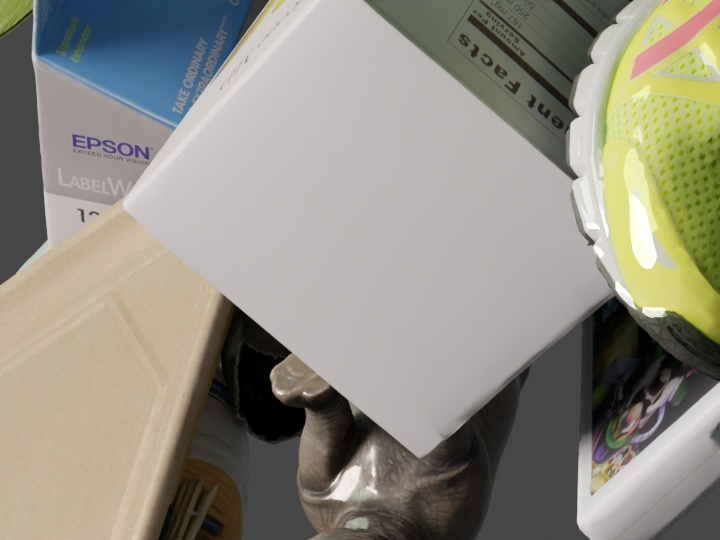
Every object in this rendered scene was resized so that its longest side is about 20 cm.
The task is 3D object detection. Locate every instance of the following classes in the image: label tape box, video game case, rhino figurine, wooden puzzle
[{"bbox_3d":[-0.066,-0.077,1.065,0.201,0.066,0.144,95,-170,-49],"label":"label tape box"},{"bbox_3d":[0.127,-0.037,0.808,0.182,0.023,0.200,-45,20,28],"label":"video game case"},{"bbox_3d":[0.010,0.054,0.856,0.059,0.088,0.201,-1,44,19],"label":"rhino figurine"},{"bbox_3d":[-0.102,0.073,0.981,0.185,0.037,0.201,-32,37,44],"label":"wooden puzzle"}]

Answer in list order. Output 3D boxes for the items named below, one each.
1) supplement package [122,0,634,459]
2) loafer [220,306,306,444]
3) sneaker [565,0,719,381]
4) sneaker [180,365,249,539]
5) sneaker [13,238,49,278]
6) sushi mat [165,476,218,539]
[{"bbox_3d":[0.040,-0.067,0.817,0.114,0.109,0.200,-43,10,41],"label":"supplement package"},{"bbox_3d":[0.000,0.000,0.982,0.200,0.075,0.070,119,158,-58],"label":"loafer"},{"bbox_3d":[0.117,-0.063,0.717,0.090,0.078,0.201,-26,32,52],"label":"sneaker"},{"bbox_3d":[-0.111,0.104,1.087,0.200,0.075,0.088,-31,31,30],"label":"sneaker"},{"bbox_3d":[-0.105,0.019,1.227,0.118,0.074,0.201,-44,11,17],"label":"sneaker"},{"bbox_3d":[-0.105,0.157,0.927,0.096,0.012,0.201,-33,27,50],"label":"sushi mat"}]
